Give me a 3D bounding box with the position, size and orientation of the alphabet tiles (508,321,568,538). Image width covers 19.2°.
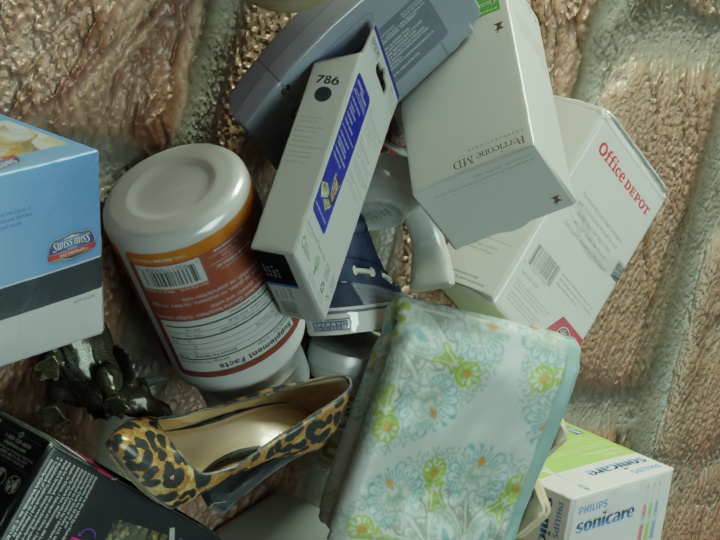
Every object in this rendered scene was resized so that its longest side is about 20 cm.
[{"bbox_3d":[0.094,0.141,1.764,0.015,0.201,0.196,11,136,-38],"label":"alphabet tiles"}]

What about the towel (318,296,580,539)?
[{"bbox_3d":[0.070,0.129,1.650,0.171,0.048,0.201,12,102,-33],"label":"towel"}]

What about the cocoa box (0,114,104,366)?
[{"bbox_3d":[-0.279,-0.012,1.347,0.200,0.133,0.132,-19,118,-42],"label":"cocoa box"}]

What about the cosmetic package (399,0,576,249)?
[{"bbox_3d":[0.091,-0.129,1.648,0.085,0.107,0.201,50,24,-46],"label":"cosmetic package"}]

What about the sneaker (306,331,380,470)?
[{"bbox_3d":[-0.006,0.111,1.710,0.116,0.073,0.200,-70,162,4],"label":"sneaker"}]

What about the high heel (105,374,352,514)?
[{"bbox_3d":[-0.092,0.104,1.503,0.142,0.072,0.200,-40,155,9],"label":"high heel"}]

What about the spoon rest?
[{"bbox_3d":[0.025,-0.049,1.714,0.200,0.099,0.061,51,35,-57],"label":"spoon rest"}]

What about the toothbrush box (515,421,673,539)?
[{"bbox_3d":[0.146,0.187,1.845,0.145,0.200,0.086,-9,112,-46],"label":"toothbrush box"}]

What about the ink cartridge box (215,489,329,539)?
[{"bbox_3d":[-0.056,0.313,1.717,0.144,0.145,0.201,-31,126,-36],"label":"ink cartridge box"}]

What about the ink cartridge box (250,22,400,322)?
[{"bbox_3d":[-0.023,-0.073,1.536,0.100,0.039,0.201,67,37,-57],"label":"ink cartridge box"}]

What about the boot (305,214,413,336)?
[{"bbox_3d":[0.000,0.000,1.676,0.200,0.072,0.091,-10,95,-80],"label":"boot"}]

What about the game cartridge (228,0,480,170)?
[{"bbox_3d":[-0.005,-0.161,1.580,0.200,0.040,0.133,-43,152,-3],"label":"game cartridge"}]

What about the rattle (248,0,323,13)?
[{"bbox_3d":[0.002,-0.235,1.508,0.143,0.199,0.131,28,71,-46],"label":"rattle"}]

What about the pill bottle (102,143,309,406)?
[{"bbox_3d":[-0.106,0.015,1.565,0.112,0.112,0.200,-44,134,-27],"label":"pill bottle"}]

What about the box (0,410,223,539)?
[{"bbox_3d":[-0.215,0.181,1.505,0.200,0.122,0.106,38,78,-48],"label":"box"}]

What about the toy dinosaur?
[{"bbox_3d":[-0.202,0.048,1.507,0.077,0.102,0.201,-22,116,5],"label":"toy dinosaur"}]

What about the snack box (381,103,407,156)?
[{"bbox_3d":[0.001,-0.123,1.691,0.200,0.024,0.072,24,90,-49],"label":"snack box"}]

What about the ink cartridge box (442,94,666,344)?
[{"bbox_3d":[0.168,-0.033,1.867,0.200,0.085,0.146,-57,138,-12],"label":"ink cartridge box"}]
